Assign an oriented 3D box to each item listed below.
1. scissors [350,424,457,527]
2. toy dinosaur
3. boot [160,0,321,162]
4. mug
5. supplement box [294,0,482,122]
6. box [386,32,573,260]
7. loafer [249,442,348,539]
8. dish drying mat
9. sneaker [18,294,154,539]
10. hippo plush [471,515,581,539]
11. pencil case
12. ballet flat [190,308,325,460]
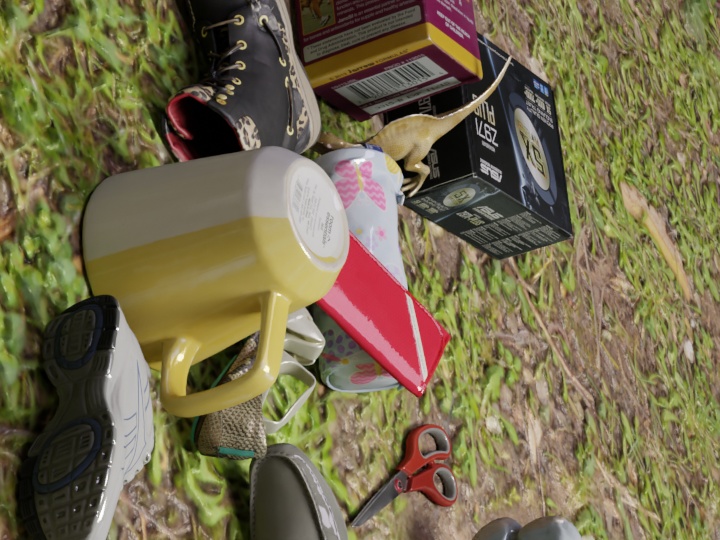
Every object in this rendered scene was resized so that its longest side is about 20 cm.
[{"bbox_3d":[0.031,0.170,1.863,0.200,0.014,0.073,-3,79,-60],"label":"scissors"},{"bbox_3d":[0.045,-0.112,1.918,0.101,0.200,0.058,102,-35,-64],"label":"toy dinosaur"},{"bbox_3d":[-0.108,-0.157,1.746,0.200,0.073,0.151,68,27,-18],"label":"boot"},{"bbox_3d":[-0.088,-0.001,1.596,0.149,0.153,0.187,-11,84,-63],"label":"mug"},{"bbox_3d":[0.018,-0.252,1.965,0.103,0.131,0.200,28,51,-55],"label":"supplement box"},{"bbox_3d":[0.110,-0.121,2.098,0.200,0.086,0.164,28,51,-53],"label":"box"},{"bbox_3d":[-0.043,0.226,1.632,0.070,0.070,0.200,-9,82,-70],"label":"loafer"},{"bbox_3d":[-0.008,0.008,1.744,0.200,0.018,0.077,46,48,-17],"label":"dish drying mat"},{"bbox_3d":[-0.168,0.112,1.475,0.087,0.074,0.200,51,34,-42],"label":"sneaker"},{"bbox_3d":[0.155,0.303,1.837,0.161,0.200,0.159,56,49,-44],"label":"hippo plush"},{"bbox_3d":[0.000,0.000,1.828,0.091,0.083,0.200,13,62,-39],"label":"pencil case"},{"bbox_3d":[-0.068,0.070,1.671,0.200,0.075,0.068,-72,175,-48],"label":"ballet flat"}]
